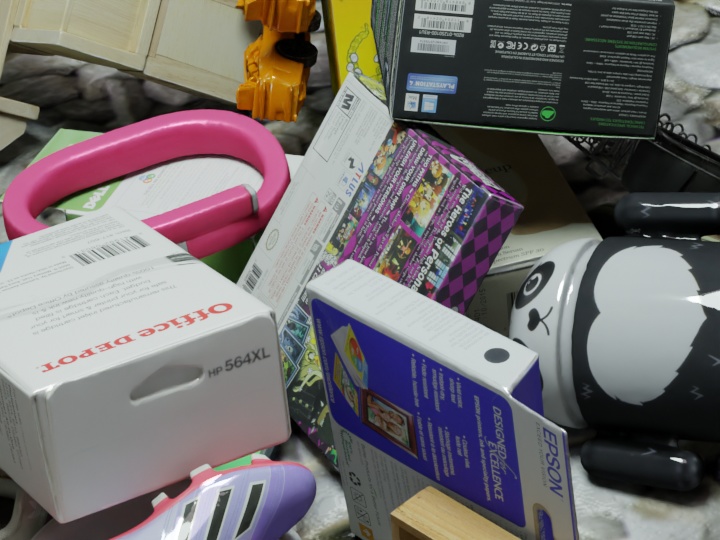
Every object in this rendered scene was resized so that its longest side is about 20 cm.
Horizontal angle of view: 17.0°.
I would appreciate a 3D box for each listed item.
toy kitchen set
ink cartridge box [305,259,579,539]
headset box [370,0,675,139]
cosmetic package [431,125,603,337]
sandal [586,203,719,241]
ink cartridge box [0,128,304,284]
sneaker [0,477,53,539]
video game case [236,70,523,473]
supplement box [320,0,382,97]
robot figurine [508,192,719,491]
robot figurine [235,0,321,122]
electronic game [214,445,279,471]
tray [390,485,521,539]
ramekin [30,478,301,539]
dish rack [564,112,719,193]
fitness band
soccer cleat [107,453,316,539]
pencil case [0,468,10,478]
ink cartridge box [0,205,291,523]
[{"bbox_3d":[-0.212,-0.153,1.867,0.180,0.164,0.200,15,-2,-36],"label":"toy kitchen set"},{"bbox_3d":[0.062,0.112,1.344,0.043,0.199,0.200,-34,45,-29],"label":"ink cartridge box"},{"bbox_3d":[0.099,-0.167,1.572,0.173,0.093,0.200,4,23,-6],"label":"headset box"},{"bbox_3d":[0.090,-0.033,1.645,0.105,0.071,0.200,-14,36,-10],"label":"cosmetic package"},{"bbox_3d":[0.224,0.003,1.575,0.057,0.080,0.201,-14,34,-35],"label":"sandal"},{"bbox_3d":[-0.141,-0.040,1.704,0.199,0.060,0.104,8,38,20],"label":"ink cartridge box"},{"bbox_3d":[-0.267,0.148,1.416,0.199,0.090,0.075,-6,58,12],"label":"sneaker"},{"bbox_3d":[0.000,0.000,1.527,0.036,0.201,0.181,17,18,-38],"label":"video game case"},{"bbox_3d":[0.029,-0.181,1.769,0.108,0.110,0.200,-8,12,-2],"label":"supplement box"},{"bbox_3d":[0.188,0.041,1.472,0.199,0.125,0.150,4,39,26],"label":"robot figurine"},{"bbox_3d":[-0.059,-0.198,1.746,0.058,0.146,0.200,5,31,-5],"label":"robot figurine"},{"bbox_3d":[-0.148,0.108,1.511,0.199,0.042,0.200,-5,37,4],"label":"electronic game"},{"bbox_3d":[0.100,0.202,1.295,0.037,0.099,0.200,-31,42,-32],"label":"tray"},{"bbox_3d":[-0.109,0.201,1.336,0.201,0.095,0.203,-5,36,3],"label":"ramekin"},{"bbox_3d":[0.189,-0.089,1.658,0.153,0.055,0.200,22,14,-42],"label":"dish rack"},{"bbox_3d":[-0.145,-0.053,1.639,0.199,0.038,0.144,-20,37,-20],"label":"fitness band"},{"bbox_3d":[-0.106,0.162,1.263,0.199,0.067,0.077,-20,56,-19],"label":"soccer cleat"},{"bbox_3d":[-0.213,0.091,1.459,0.199,0.078,0.090,3,65,22],"label":"pencil case"},{"bbox_3d":[-0.150,0.048,1.341,0.145,0.085,0.200,-19,27,-24],"label":"ink cartridge box"}]
